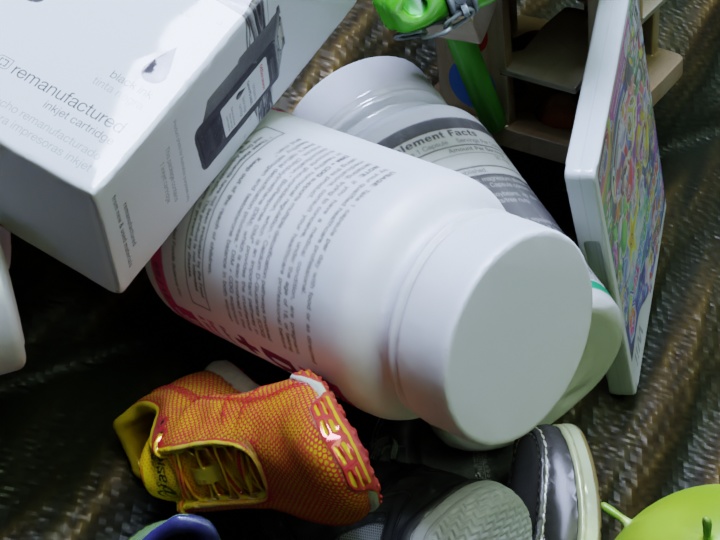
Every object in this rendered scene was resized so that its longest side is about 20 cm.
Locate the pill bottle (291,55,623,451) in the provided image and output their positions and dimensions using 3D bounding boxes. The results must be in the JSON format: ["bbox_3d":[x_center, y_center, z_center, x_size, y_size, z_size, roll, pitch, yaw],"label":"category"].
[{"bbox_3d":[0.042,-0.014,0.852,0.112,0.114,0.201,-10,50,-30],"label":"pill bottle"}]

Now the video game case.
[{"bbox_3d":[0.145,-0.044,0.891,0.018,0.201,0.144,3,55,18],"label":"video game case"}]

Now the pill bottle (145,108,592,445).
[{"bbox_3d":[0.000,0.000,0.733,0.113,0.114,0.199,-25,33,-36],"label":"pill bottle"}]

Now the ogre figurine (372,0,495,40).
[{"bbox_3d":[0.074,-0.195,0.810,0.119,0.099,0.200,-6,24,20],"label":"ogre figurine"}]

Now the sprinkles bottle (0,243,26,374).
[{"bbox_3d":[-0.248,0.033,0.691,0.198,0.068,0.069,-14,64,-13],"label":"sprinkles bottle"}]

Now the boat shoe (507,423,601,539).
[{"bbox_3d":[0.072,0.167,0.774,0.065,0.072,0.203,12,69,-12],"label":"boat shoe"}]

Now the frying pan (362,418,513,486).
[{"bbox_3d":[0.026,0.092,0.846,0.189,0.031,0.115,28,49,-10],"label":"frying pan"}]

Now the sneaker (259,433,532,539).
[{"bbox_3d":[-0.013,0.169,0.745,0.113,0.076,0.201,26,75,44],"label":"sneaker"}]

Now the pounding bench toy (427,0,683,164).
[{"bbox_3d":[0.092,-0.136,0.937,0.124,0.157,0.200,19,44,30],"label":"pounding bench toy"}]

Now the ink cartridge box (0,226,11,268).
[{"bbox_3d":[-0.234,-0.072,0.801,0.116,0.067,0.201,8,55,-23],"label":"ink cartridge box"}]

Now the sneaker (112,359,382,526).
[{"bbox_3d":[-0.052,0.087,0.718,0.077,0.200,0.073,-28,100,-25],"label":"sneaker"}]

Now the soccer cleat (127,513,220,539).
[{"bbox_3d":[-0.097,0.195,0.678,0.064,0.084,0.201,18,52,-13],"label":"soccer cleat"}]

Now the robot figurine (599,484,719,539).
[{"bbox_3d":[0.189,0.189,0.776,0.116,0.175,0.201,-44,109,-27],"label":"robot figurine"}]

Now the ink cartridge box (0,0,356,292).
[{"bbox_3d":[-0.110,-0.113,0.724,0.145,0.084,0.200,28,63,17],"label":"ink cartridge box"}]
